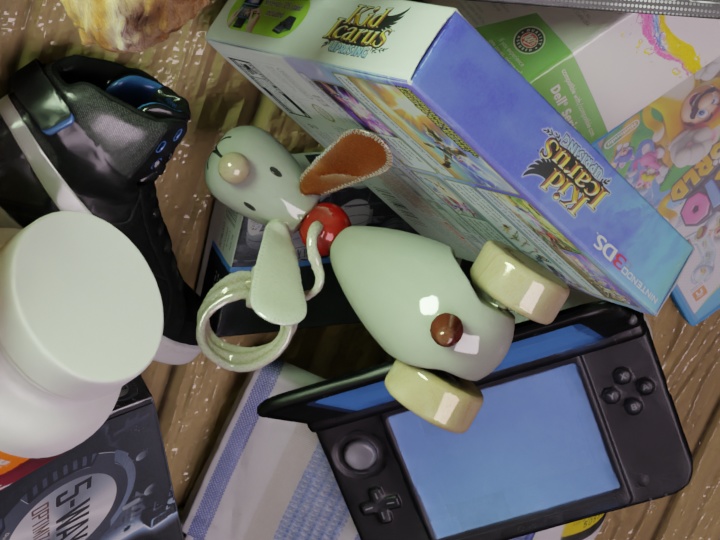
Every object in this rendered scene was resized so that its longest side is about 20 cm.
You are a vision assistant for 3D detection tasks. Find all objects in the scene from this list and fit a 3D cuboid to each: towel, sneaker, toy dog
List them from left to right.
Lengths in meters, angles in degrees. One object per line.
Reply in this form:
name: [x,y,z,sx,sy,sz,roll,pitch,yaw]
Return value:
sneaker: [-0.112,-0.034,1.178,0.112,0.073,0.200,-42,135,9]
toy dog: [0.000,0.000,1.136,0.096,0.198,0.133,14,90,-75]
towel: [0.002,0.139,1.366,0.199,0.024,0.148,22,119,-5]

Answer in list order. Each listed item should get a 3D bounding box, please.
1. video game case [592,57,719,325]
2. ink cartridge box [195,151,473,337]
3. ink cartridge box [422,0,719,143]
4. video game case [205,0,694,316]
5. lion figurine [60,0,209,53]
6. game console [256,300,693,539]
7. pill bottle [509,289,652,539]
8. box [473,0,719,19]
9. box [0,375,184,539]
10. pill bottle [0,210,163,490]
video game case: [0.224,-0.065,1.403,0.143,0.018,0.200,-37,137,0]
ink cartridge box: [0.010,-0.020,1.293,0.199,0.039,0.100,-7,129,-28]
ink cartridge box: [0.143,-0.155,1.201,0.199,0.117,0.067,-34,135,-1]
video game case: [0.043,-0.064,1.147,0.200,0.181,0.046,41,78,-35]
lion figurine: [-0.047,-0.176,0.989,0.199,0.073,0.123,-30,144,-12]
game console: [0.068,0.094,1.259,0.198,0.117,0.177,-16,113,13]
pill bottle: [0.113,0.066,1.378,0.110,0.112,0.201,-9,131,-25]
box: [0.094,-0.206,1.085,0.198,0.044,0.162,3,106,-11]
box: [-0.183,0.155,1.318,0.159,0.044,0.201,-21,135,-15]
pill bottle: [-0.187,0.049,1.118,0.112,0.114,0.199,13,149,-39]
